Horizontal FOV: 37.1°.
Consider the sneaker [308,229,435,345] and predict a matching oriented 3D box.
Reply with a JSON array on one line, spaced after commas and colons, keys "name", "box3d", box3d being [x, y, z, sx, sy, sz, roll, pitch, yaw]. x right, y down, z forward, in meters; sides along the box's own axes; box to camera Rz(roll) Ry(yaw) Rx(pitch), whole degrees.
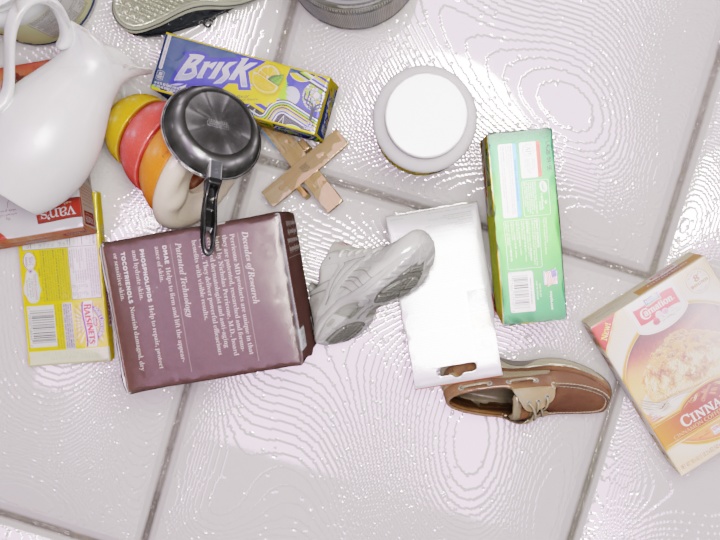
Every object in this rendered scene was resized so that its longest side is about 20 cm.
[{"name": "sneaker", "box3d": [0.000, 0.000, 1.210, 0.200, 0.077, 0.100, -39, 65, 34]}]

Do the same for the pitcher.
[{"name": "pitcher", "box3d": [-0.337, -0.175, 1.131, 0.121, 0.171, 0.201, 32, 87, 43]}]

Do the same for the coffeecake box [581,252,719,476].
[{"name": "coffeecake box", "box3d": [0.374, 0.105, 1.239, 0.153, 0.073, 0.201, -32, 92, 5]}]

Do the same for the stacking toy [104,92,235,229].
[{"name": "stacking toy", "box3d": [-0.242, -0.157, 1.231, 0.199, 0.146, 0.147, 37, 94, 17]}]

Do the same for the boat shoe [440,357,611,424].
[{"name": "boat shoe", "box3d": [0.189, 0.146, 1.237, 0.198, 0.072, 0.076, 4, 131, 8]}]

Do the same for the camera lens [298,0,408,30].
[{"name": "camera lens", "box3d": [-0.010, -0.352, 1.156, 0.158, 0.200, 0.162, 0, 94, 2]}]

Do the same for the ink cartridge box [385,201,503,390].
[{"name": "ink cartridge box", "box3d": [0.097, 0.029, 1.242, 0.108, 0.050, 0.202, -9, 86, 4]}]

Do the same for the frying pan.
[{"name": "frying pan", "box3d": [-0.167, -0.120, 1.123, 0.114, 0.031, 0.191, 30, 55, -14]}]

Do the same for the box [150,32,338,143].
[{"name": "box", "box3d": [-0.131, -0.207, 1.218, 0.198, 0.064, 0.071, 16, 89, 8]}]

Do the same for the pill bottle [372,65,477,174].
[{"name": "pill bottle", "box3d": [0.069, -0.161, 1.167, 0.111, 0.200, 0.114, 0, 94, 2]}]

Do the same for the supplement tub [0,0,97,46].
[{"name": "supplement tub", "box3d": [-0.378, -0.329, 1.170, 0.143, 0.200, 0.147, 0, 94, 2]}]

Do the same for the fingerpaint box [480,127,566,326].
[{"name": "fingerpaint box", "box3d": [0.179, -0.050, 1.188, 0.072, 0.167, 0.202, -5, 93, 4]}]

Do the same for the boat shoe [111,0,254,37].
[{"name": "boat shoe", "box3d": [-0.190, -0.319, 1.236, 0.198, 0.062, 0.075, -23, 88, -12]}]

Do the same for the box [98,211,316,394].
[{"name": "box", "box3d": [-0.164, 0.031, 1.205, 0.198, 0.166, 0.166, -10, 92, 2]}]

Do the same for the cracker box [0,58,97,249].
[{"name": "cracker box", "box3d": [-0.387, -0.133, 1.240, 0.132, 0.058, 0.202, -9, 84, 2]}]

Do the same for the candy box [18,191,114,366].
[{"name": "candy box", "box3d": [-0.352, 0.010, 1.279, 0.101, 0.026, 0.202, -4, 93, 1]}]

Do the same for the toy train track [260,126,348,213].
[{"name": "toy train track", "box3d": [-0.088, -0.151, 1.259, 0.114, 0.033, 0.201, -38, 85, 4]}]
